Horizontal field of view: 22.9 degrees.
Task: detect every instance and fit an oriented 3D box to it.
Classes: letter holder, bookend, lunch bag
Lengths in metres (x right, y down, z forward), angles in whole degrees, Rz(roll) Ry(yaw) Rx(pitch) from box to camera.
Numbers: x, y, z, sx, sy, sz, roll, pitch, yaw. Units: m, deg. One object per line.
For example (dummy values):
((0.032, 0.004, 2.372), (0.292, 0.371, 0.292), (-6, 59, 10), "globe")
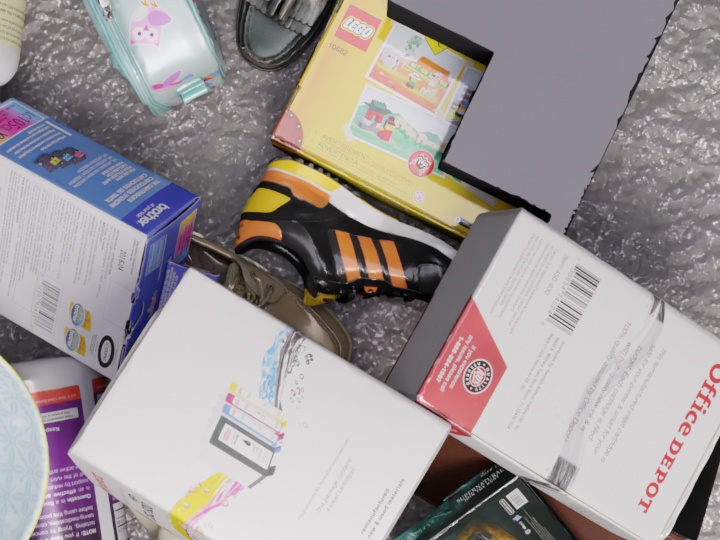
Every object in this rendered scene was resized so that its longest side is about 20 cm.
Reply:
((0.146, 0.143, 1.329), (0.199, 0.142, 0.101), (27, 57, -3), "letter holder")
((0.091, -0.146, 1.248), (0.198, 0.092, 0.201), (25, 89, 1), "bookend")
((-0.154, -0.190, 1.268), (0.077, 0.200, 0.161), (-23, 92, 1), "lunch bag")

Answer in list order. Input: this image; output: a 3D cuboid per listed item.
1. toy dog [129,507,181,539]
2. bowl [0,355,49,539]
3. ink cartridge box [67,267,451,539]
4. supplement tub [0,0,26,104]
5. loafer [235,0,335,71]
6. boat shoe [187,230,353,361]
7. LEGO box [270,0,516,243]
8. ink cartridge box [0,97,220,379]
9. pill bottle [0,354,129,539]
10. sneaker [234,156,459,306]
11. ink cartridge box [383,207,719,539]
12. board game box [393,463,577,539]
((-0.061, 0.165, 1.313), (0.199, 0.140, 0.194), (-30, 60, -1), "toy dog")
((-0.320, 0.130, 1.213), (0.199, 0.108, 0.201), (0, 90, -21), "bowl")
((-0.067, 0.121, 1.172), (0.199, 0.147, 0.145), (31, 76, 5), "ink cartridge box")
((-0.314, -0.211, 1.292), (0.144, 0.145, 0.201), (7, 89, -1), "supplement tub")
((-0.036, -0.245, 1.339), (0.072, 0.063, 0.201), (29, 89, 0), "loafer")
((-0.096, 0.022, 1.333), (0.200, 0.065, 0.072), (34, 88, 0), "boat shoe")
((0.052, -0.118, 1.331), (0.199, 0.077, 0.149), (28, 88, -1), "LEGO box")
((-0.199, -0.015, 1.275), (0.199, 0.076, 0.137), (29, 128, 16), "ink cartridge box")
((-0.231, 0.166, 1.307), (0.112, 0.112, 0.201), (-8, 89, -1), "pill bottle")
((0.000, 0.000, 1.324), (0.199, 0.070, 0.090), (31, 74, 1), "sneaker")
((0.138, 0.072, 1.192), (0.200, 0.083, 0.147), (33, 80, -15), "ink cartridge box")
((0.105, 0.237, 1.296), (0.135, 0.028, 0.200), (-36, 125, 4), "board game box")
